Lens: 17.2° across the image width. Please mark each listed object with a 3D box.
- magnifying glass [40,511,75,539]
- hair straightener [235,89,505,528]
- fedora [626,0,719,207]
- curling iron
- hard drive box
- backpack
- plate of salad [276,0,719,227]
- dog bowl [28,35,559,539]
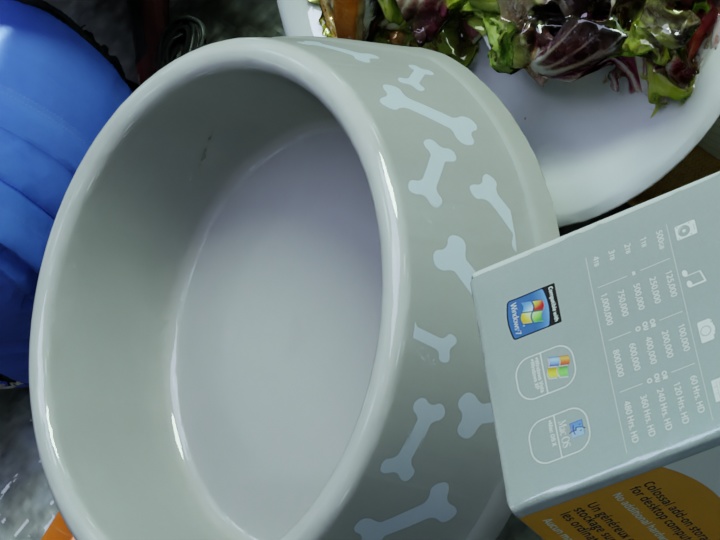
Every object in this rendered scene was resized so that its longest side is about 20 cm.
[{"bbox_3d":[-0.069,0.048,0.854,0.080,0.022,0.200,28,82,43],"label":"magnifying glass"},{"bbox_3d":[0.019,0.015,0.789,0.077,0.041,0.200,24,81,43],"label":"hair straightener"},{"bbox_3d":[0.145,-0.099,0.764,0.200,0.082,0.201,-17,55,25],"label":"fedora"},{"bbox_3d":[-0.080,-0.131,0.975,0.050,0.026,0.200,-31,50,24],"label":"curling iron"},{"bbox_3d":[0.154,0.029,0.630,0.200,0.156,0.077,-24,52,21],"label":"hard drive box"},{"bbox_3d":[-0.176,-0.021,0.888,0.200,0.163,0.168,5,70,23],"label":"backpack"},{"bbox_3d":[0.040,-0.112,0.746,0.200,0.048,0.200,4,96,39],"label":"plate of salad"},{"bbox_3d":[-0.030,0.019,0.742,0.200,0.059,0.200,-11,74,45],"label":"dog bowl"}]
